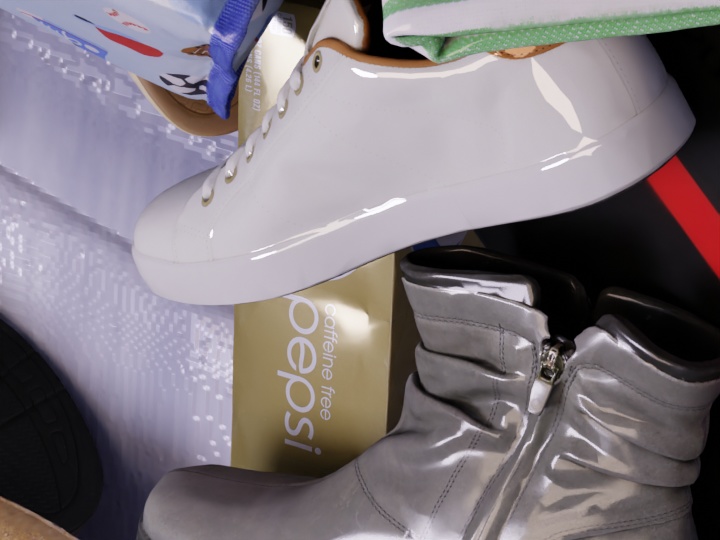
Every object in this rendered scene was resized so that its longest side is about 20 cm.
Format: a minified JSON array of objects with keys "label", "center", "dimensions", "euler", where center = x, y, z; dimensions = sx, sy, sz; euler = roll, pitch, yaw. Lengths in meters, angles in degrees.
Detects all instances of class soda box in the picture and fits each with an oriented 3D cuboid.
[{"label":"soda box","center":[0.000,0.000,0.918],"dimensions":[0.064,0.068,0.201],"euler":[14,115,27]}]

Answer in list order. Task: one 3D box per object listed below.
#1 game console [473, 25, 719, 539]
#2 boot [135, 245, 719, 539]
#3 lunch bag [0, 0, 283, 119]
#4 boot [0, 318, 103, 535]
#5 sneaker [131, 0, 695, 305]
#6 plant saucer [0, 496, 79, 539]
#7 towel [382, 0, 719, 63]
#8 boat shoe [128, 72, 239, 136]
[{"label":"game console","center":[0.116,-0.011,0.784],"dimensions":[0.200,0.031,0.177],"euler":[55,139,10]},{"label":"boot","center":[0.021,0.050,0.841],"dimensions":[0.199,0.068,0.131],"euler":[11,115,26]},{"label":"lunch bag","center":[-0.068,-0.174,0.821],"dimensions":[0.169,0.124,0.201],"euler":[25,81,-2]},{"label":"boot","center":[-0.201,0.070,1.079],"dimensions":[0.203,0.073,0.154],"euler":[38,131,10]},{"label":"sneaker","center":[0.000,-0.049,0.802],"dimensions":[0.199,0.073,0.085],"euler":[-17,111,38]},{"label":"plant saucer","center":[-0.146,0.159,1.050],"dimensions":[0.199,0.036,0.201],"euler":[18,138,17]},{"label":"towel","center":[0.071,-0.154,0.740],"dimensions":[0.151,0.023,0.201],"euler":[-7,65,8]},{"label":"boat shoe","center":[-0.076,-0.141,0.922],"dimensions":[0.064,0.071,0.201],"euler":[174,76,-74]}]
